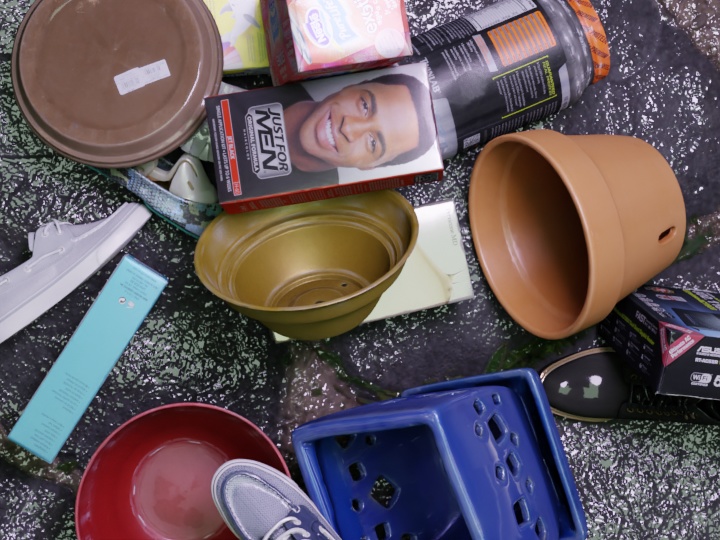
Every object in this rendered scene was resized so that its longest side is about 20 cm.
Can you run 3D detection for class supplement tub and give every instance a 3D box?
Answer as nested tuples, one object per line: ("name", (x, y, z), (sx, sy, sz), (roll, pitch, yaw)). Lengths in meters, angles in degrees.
("supplement tub", (0.131, -0.194, 1.247), (0.200, 0.123, 0.123), (-23, 94, -7))

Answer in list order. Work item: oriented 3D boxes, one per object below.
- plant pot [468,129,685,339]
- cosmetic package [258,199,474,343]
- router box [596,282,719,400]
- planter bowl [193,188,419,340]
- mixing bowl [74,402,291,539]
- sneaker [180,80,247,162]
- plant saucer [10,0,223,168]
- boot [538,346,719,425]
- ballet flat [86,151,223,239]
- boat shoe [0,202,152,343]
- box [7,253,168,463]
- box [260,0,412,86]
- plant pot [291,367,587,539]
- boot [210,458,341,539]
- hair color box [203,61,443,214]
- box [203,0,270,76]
("plant pot", (0.215, -0.048, 1.239), (0.140, 0.200, 0.200), (-17, 93, -25))
("cosmetic package", (0.000, 0.000, 1.258), (0.200, 0.073, 0.104), (-14, 92, -7))
("router box", (0.331, 0.068, 1.239), (0.150, 0.200, 0.062), (8, 103, -9))
("planter bowl", (-0.042, 0.003, 1.152), (0.200, 0.200, 0.084), (-16, 127, -8))
("mixing bowl", (-0.166, 0.218, 1.219), (0.200, 0.108, 0.201), (0, 91, -9))
("sneaker", (-0.108, -0.140, 1.238), (0.200, 0.081, 0.077), (18, 105, -5))
("plant saucer", (-0.227, -0.194, 1.185), (0.200, 0.029, 0.200), (0, 81, 1))
("boot", (0.286, 0.120, 1.267), (0.200, 0.138, 0.078), (-2, 93, -6))
("ballet flat", (-0.194, -0.097, 1.224), (0.200, 0.074, 0.074), (31, 87, -9))
("boat shoe", (-0.292, -0.010, 1.222), (0.200, 0.072, 0.069), (-38, 96, 3))
("box", (-0.256, 0.080, 1.217), (0.049, 0.082, 0.200), (33, 87, -8))
("box", (-0.027, -0.220, 1.141), (0.102, 0.200, 0.095), (-11, 96, -8))
("plant pot", (0.085, 0.200, 1.201), (0.180, 0.200, 0.200), (-22, 94, -44))
("boot", (-0.053, 0.243, 1.129), (0.200, 0.090, 0.073), (42, 85, 1))
("hair color box", (-0.032, -0.117, 1.147), (0.200, 0.061, 0.102), (-10, 83, 1))
("box", (-0.135, -0.247, 1.247), (0.200, 0.048, 0.118), (-6, 92, -10))
